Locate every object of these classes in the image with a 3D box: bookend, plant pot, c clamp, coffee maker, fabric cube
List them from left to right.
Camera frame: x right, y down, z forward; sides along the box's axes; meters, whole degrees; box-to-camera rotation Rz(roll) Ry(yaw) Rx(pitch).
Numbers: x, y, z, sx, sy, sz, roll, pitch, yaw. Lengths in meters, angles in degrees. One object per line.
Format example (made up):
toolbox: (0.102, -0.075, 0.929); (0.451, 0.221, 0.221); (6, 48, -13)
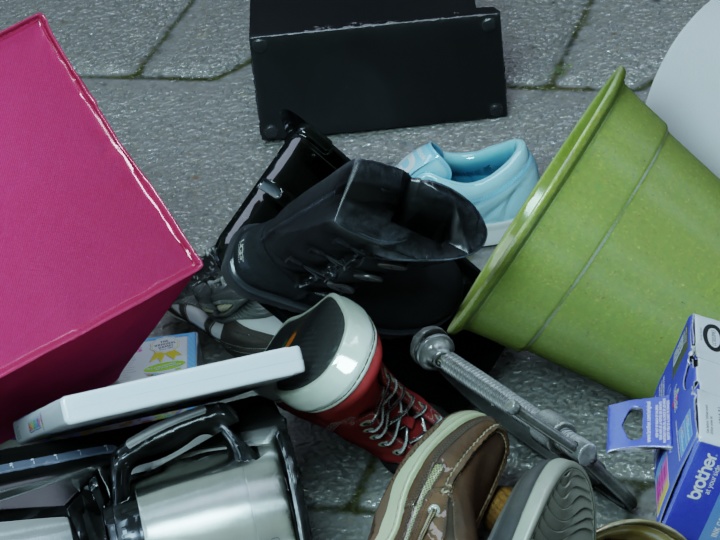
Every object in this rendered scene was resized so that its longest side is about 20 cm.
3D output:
fabric cube: (-0.251, -0.005, 1.646); (0.196, 0.199, 0.200); (-28, 80, -28)
coffee maker: (-0.134, 0.157, 1.586); (0.199, 0.135, 0.192); (-11, -2, -6)
bookend: (0.011, -0.199, 2.157); (0.198, 0.092, 0.200); (-6, 29, 1)
c clamp: (0.095, 0.084, 1.613); (0.027, 0.171, 0.200); (-53, 35, -3)
plant pot: (0.185, 0.008, 1.662); (0.190, 0.200, 0.200); (34, 39, 0)

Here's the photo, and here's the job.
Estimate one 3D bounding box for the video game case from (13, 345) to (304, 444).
video game case: (-0.124, 0.076, 1.577); (0.143, 0.018, 0.200); (-12, -4, -16)

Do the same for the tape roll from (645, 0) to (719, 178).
tape roll: (0.305, -0.086, 1.790); (0.202, 0.203, 0.139); (-28, 36, -30)

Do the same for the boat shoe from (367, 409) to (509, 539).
boat shoe: (0.045, 0.168, 1.548); (0.075, 0.075, 0.203); (13, 53, 33)

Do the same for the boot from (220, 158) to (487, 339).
boot: (0.024, -0.013, 1.591); (0.164, 0.066, 0.200); (6, -16, -23)

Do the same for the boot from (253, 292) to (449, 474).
boot: (0.018, 0.082, 1.604); (0.073, 0.144, 0.200); (-58, 8, -9)

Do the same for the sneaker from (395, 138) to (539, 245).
sneaker: (0.034, -0.055, 1.919); (0.199, 0.082, 0.074); (-14, 30, -9)

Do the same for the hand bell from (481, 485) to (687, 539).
hand bell: (0.111, 0.165, 1.554); (0.104, 0.105, 0.200); (-18, 20, -17)

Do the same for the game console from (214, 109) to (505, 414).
game console: (0.000, 0.000, 1.773); (0.176, 0.200, 0.116); (-57, 13, -27)

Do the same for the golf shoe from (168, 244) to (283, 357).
golf shoe: (-0.083, 0.032, 1.825); (0.078, 0.095, 0.200); (-37, 12, -8)

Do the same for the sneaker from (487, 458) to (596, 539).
sneaker: (0.051, 0.187, 1.428); (0.106, 0.075, 0.201); (16, 83, 39)

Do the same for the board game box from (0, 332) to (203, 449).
board game box: (-0.204, 0.102, 1.761); (0.199, 0.034, 0.135); (-7, 31, 1)

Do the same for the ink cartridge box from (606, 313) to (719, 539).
ink cartridge box: (0.245, 0.105, 1.541); (0.199, 0.077, 0.137); (18, 31, -5)
